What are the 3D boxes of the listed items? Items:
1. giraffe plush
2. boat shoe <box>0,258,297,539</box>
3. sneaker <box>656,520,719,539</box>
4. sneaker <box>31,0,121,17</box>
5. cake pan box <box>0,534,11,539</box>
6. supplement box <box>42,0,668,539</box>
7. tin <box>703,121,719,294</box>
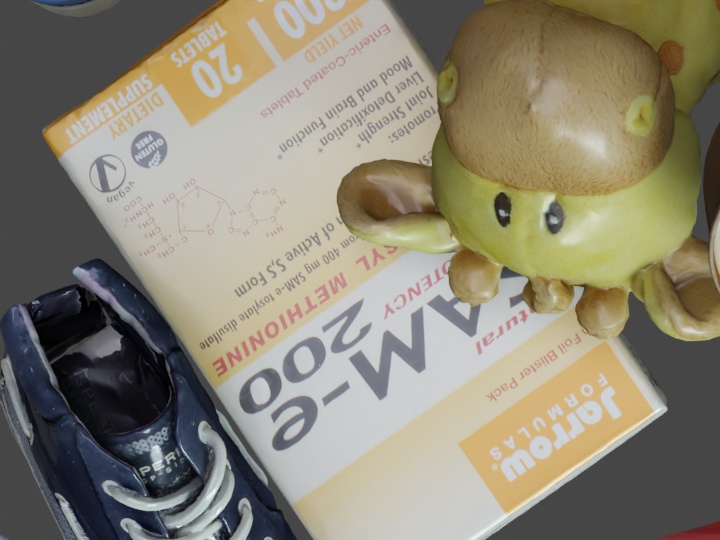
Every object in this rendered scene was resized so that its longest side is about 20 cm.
[{"bbox_3d":[0.069,-0.071,0.858,0.172,0.200,0.163,5,61,40],"label":"giraffe plush"},{"bbox_3d":[-0.059,0.089,0.894,0.074,0.093,0.200,-34,75,-13],"label":"boat shoe"},{"bbox_3d":[0.185,0.056,0.927,0.199,0.078,0.116,-7,78,-7],"label":"sneaker"},{"bbox_3d":[-0.121,-0.193,0.942,0.076,0.111,0.201,-8,86,6],"label":"sneaker"},{"bbox_3d":[-0.107,0.211,0.939,0.183,0.052,0.201,27,81,9],"label":"cake pan box"},{"bbox_3d":[0.000,0.000,0.939,0.126,0.074,0.200,-35,85,4],"label":"supplement box"},{"bbox_3d":[0.182,-0.001,0.817,0.112,0.200,0.042,-33,41,25],"label":"tin"}]
